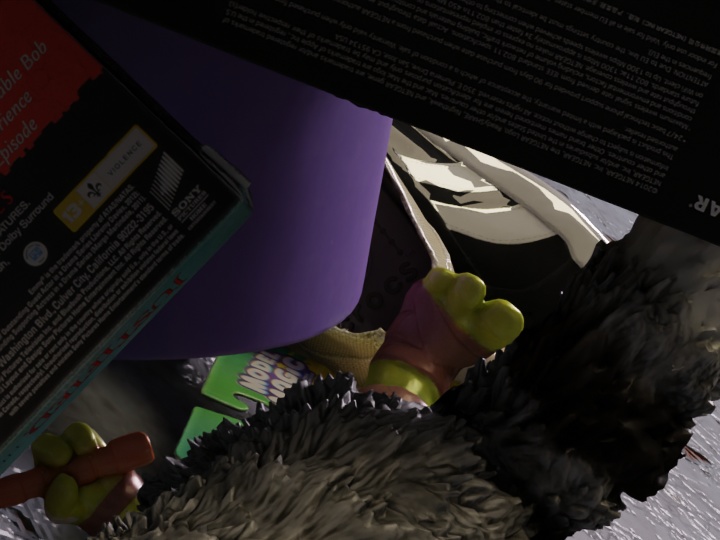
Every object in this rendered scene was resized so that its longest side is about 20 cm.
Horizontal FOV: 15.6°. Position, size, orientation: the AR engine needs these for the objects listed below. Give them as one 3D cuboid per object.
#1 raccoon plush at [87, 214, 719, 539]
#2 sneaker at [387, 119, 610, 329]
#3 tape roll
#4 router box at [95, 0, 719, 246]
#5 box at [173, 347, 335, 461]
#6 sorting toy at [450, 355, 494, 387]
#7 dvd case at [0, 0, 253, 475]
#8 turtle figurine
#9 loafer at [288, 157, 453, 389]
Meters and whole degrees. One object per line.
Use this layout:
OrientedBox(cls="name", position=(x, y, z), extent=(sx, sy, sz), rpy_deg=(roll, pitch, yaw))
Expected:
OrientedBox(cls="raccoon plush", position=(-0.016, 0.050, 0.512), extent=(0.097, 0.200, 0.134), rpy_deg=(35, 6, 17))
OrientedBox(cls="sneaker", position=(0.000, 0.000, 0.867), extent=(0.200, 0.112, 0.073), rpy_deg=(41, -14, -6))
OrientedBox(cls="tape roll", position=(-0.091, -0.049, 0.656), extent=(0.199, 0.085, 0.200), rpy_deg=(9, 15, -2))
OrientedBox(cls="router box", position=(0.001, -0.081, 0.549), extent=(0.200, 0.052, 0.157), rpy_deg=(21, 18, -8))
OrientedBox(cls="box", position=(0.025, 0.104, 0.749), extent=(0.200, 0.048, 0.117), rpy_deg=(41, 16, -6))
OrientedBox(cls="sorting toy", position=(-0.010, -0.014, 1.016), extent=(0.185, 0.036, 0.200), rpy_deg=(32, 14, -31))
OrientedBox(cls="dvd case", position=(-0.141, -0.030, 0.538), extent=(0.200, 0.146, 0.022), rpy_deg=(43, -1, 8))
OrientedBox(cls="turtle figurine", position=(0.009, 0.086, 0.646), extent=(0.200, 0.064, 0.161), rpy_deg=(33, 57, 15))
OrientedBox(cls="loafer", position=(-0.038, -0.046, 0.790), extent=(0.200, 0.076, 0.068), rpy_deg=(44, -14, -5))
